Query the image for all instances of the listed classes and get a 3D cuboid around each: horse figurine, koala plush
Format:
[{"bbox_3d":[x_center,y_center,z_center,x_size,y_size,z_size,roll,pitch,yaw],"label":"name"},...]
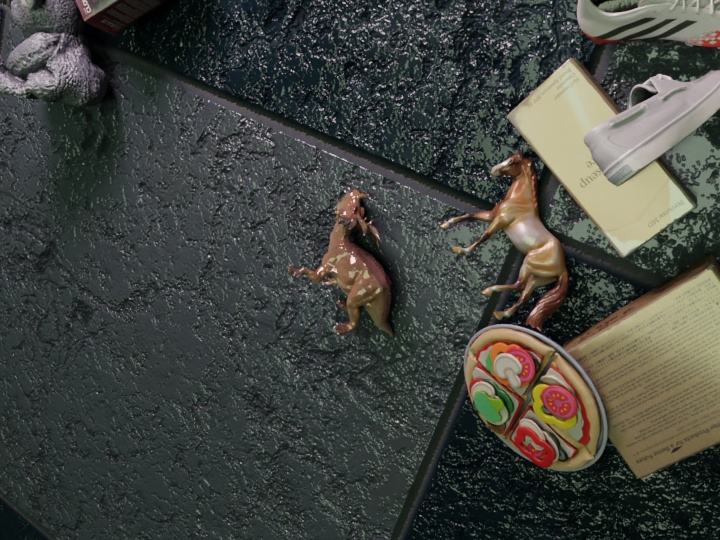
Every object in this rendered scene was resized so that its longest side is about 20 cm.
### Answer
[{"bbox_3d":[0.187,-0.028,0.776,0.132,0.050,0.201,-31,76,9],"label":"horse figurine"},{"bbox_3d":[-0.478,-0.369,1.005,0.183,0.177,0.201,15,107,12],"label":"koala plush"}]

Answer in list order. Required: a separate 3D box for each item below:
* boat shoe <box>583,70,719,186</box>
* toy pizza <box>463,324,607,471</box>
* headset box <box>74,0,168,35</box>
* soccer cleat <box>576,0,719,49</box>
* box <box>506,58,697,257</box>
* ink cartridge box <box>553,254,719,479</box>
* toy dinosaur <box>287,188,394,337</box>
[{"bbox_3d":[0.292,-0.155,0.634,0.069,0.200,0.072,52,161,6],"label":"boat shoe"},{"bbox_3d":[0.198,0.158,0.779,0.200,0.032,0.201,31,136,35],"label":"toy pizza"},{"bbox_3d":[-0.343,-0.451,0.933,0.199,0.077,0.149,-26,88,14],"label":"headset box"},{"bbox_3d":[0.315,-0.266,0.643,0.199,0.085,0.069,8,82,28],"label":"soccer cleat"},{"bbox_3d":[0.263,-0.122,0.709,0.095,0.078,0.200,-43,80,27],"label":"box"},{"bbox_3d":[0.346,0.107,0.713,0.200,0.075,0.165,-38,83,29],"label":"ink cartridge box"},{"bbox_3d":[0.000,0.000,0.873,0.135,0.086,0.200,-37,88,21],"label":"toy dinosaur"}]
